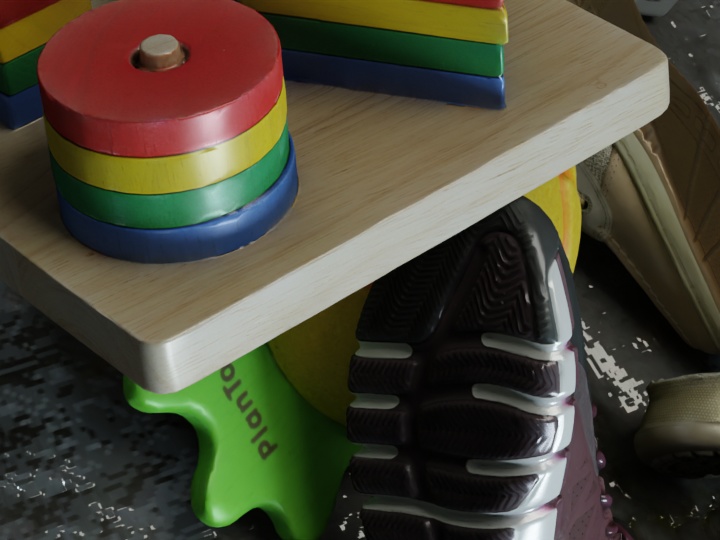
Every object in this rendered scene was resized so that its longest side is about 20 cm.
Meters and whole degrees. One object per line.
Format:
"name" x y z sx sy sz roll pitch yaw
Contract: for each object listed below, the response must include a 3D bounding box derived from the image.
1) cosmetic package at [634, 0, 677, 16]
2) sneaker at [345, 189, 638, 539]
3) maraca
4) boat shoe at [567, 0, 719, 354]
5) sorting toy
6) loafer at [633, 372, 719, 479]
"cosmetic package" 0.092 -0.229 1.019 0.166 0.200 0.167 1 58 -37
"sneaker" 0.054 0.069 0.821 0.115 0.075 0.202 -13 109 -55
"maraca" 0.000 0.000 0.847 0.200 0.107 0.138 -44 112 -34
"boat shoe" 0.089 -0.050 0.984 0.201 0.065 0.072 58 32 -14
"sorting toy" -0.044 -0.076 0.785 0.199 0.070 0.198 -29 43 -29
"loafer" 0.181 0.029 0.962 0.199 0.076 0.069 -12 83 -30
